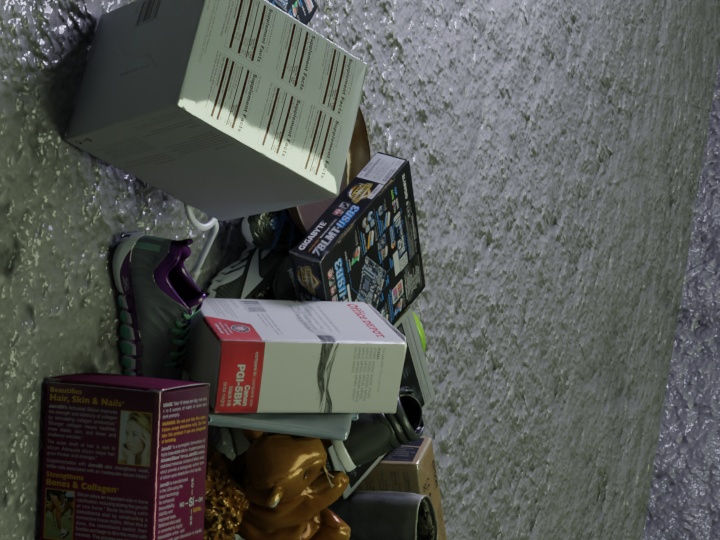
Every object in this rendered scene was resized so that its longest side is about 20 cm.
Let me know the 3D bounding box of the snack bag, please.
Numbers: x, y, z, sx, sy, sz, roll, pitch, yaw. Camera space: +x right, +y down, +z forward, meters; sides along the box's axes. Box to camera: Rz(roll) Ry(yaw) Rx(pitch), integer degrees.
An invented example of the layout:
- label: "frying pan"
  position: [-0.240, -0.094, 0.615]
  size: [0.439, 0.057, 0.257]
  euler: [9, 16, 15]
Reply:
- label: "snack bag"
  position: [-0.092, 0.137, 1.682]
  size: [0.200, 0.188, 0.021]
  euler: [-80, 178, -75]

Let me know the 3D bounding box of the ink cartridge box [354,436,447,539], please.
- label: "ink cartridge box"
  position: [0.018, 0.309, 2.029]
  size: [0.075, 0.164, 0.200]
  euler: [-55, 141, -57]

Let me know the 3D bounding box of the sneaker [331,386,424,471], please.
- label: "sneaker"
  position: [0.023, 0.165, 1.773]
  size: [0.200, 0.099, 0.071]
  euler: [-78, 144, -82]

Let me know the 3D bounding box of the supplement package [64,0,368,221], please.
- label: "supplement package"
  position: [-0.137, -0.162, 1.534]
  size: [0.200, 0.191, 0.147]
  euler: [28, 66, -37]

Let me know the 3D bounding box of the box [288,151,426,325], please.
- label: "box"
  position: [0.000, 0.000, 1.833]
  size: [0.199, 0.050, 0.200]
  euler: [-49, 144, -36]

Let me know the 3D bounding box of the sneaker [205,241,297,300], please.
- label: "sneaker"
  position: [-0.110, 0.018, 1.805]
  size: [0.200, 0.090, 0.067]
  euler: [-57, 141, -47]

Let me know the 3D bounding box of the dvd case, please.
- label: "dvd case"
  position: [0.014, 0.157, 1.928]
  size: [0.200, 0.025, 0.151]
  euler: [-46, 134, -36]

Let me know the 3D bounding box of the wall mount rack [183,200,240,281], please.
- label: "wall mount rack"
  position: [-0.157, -0.090, 1.722]
  size: [0.200, 0.074, 0.174]
  euler: [-57, 139, -46]

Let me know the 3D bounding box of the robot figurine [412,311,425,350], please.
- label: "robot figurine"
  position: [0.010, 0.110, 2.045]
  size: [0.200, 0.115, 0.176]
  euler: [-46, 149, -53]

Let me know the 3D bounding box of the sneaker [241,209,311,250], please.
- label: "sneaker"
  position: [-0.091, -0.076, 1.847]
  size: [0.200, 0.077, 0.076]
  euler: [-43, 129, -57]

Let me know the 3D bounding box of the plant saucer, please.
- label: "plant saucer"
  position: [-0.043, -0.120, 1.824]
  size: [0.200, 0.032, 0.201]
  euler: [4, 85, -63]

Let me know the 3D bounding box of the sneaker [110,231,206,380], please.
- label: "sneaker"
  position: [-0.196, 0.059, 1.630]
  size: [0.074, 0.087, 0.200]
  euler: [-46, 133, -54]

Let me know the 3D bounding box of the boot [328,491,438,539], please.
- label: "boot"
  position: [0.000, 0.341, 1.951]
  size: [0.073, 0.200, 0.182]
  euler: [-47, 137, -56]

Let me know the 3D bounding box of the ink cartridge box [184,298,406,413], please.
- label: "ink cartridge box"
  position: [-0.070, 0.089, 1.664]
  size: [0.147, 0.199, 0.083]
  euler: [-138, -128, -66]

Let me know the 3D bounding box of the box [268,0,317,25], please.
- label: "box"
  position: [-0.122, -0.321, 1.790]
  size: [0.200, 0.046, 0.159]
  euler: [67, 36, -44]

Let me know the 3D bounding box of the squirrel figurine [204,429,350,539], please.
- label: "squirrel figurine"
  position: [-0.112, 0.230, 1.702]
  size: [0.187, 0.199, 0.142]
  euler: [93, -16, -73]

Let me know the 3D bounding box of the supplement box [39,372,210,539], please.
- label: "supplement box"
  position: [-0.227, 0.204, 1.535]
  size: [0.103, 0.131, 0.201]
  euler: [0, 94, -66]

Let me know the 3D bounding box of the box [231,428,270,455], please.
- label: "box"
  position: [-0.097, 0.198, 1.870]
  size: [0.068, 0.082, 0.200]
  euler: [-53, 140, -52]
